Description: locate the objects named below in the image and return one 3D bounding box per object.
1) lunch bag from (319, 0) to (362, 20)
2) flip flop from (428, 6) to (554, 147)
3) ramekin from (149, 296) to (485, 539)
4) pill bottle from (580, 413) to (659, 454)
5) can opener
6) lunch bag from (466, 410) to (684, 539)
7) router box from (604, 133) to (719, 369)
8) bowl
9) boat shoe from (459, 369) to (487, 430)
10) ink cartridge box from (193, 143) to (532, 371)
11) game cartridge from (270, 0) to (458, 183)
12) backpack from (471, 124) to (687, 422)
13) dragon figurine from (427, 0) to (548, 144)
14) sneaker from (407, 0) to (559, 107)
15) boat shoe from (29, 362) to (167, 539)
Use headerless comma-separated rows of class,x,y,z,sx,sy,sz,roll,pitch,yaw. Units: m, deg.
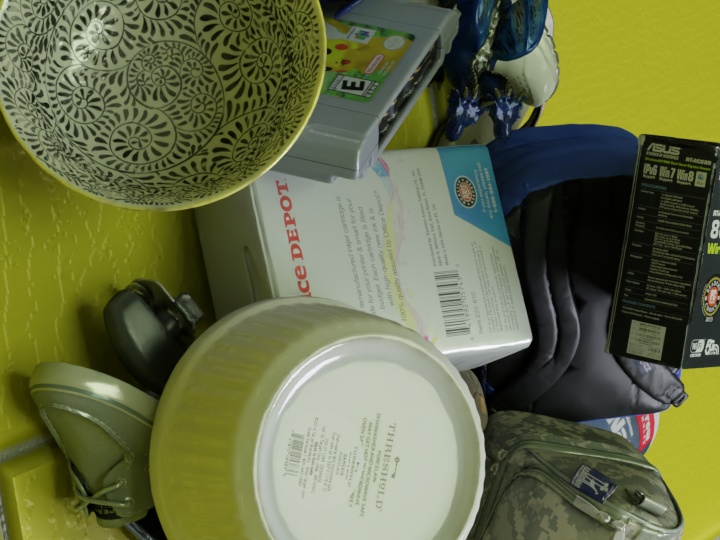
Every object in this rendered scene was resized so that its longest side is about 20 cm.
lunch bag,-0.001,-0.245,1.514,0.200,0.170,0.124,1,70,-40
flip flop,0.109,-0.125,1.798,0.081,0.057,0.200,50,55,-36
ramekin,-0.018,0.116,1.427,0.200,0.105,0.201,0,90,-29
pill bottle,0.162,0.118,1.818,0.200,0.119,0.120,-40,120,-45
can opener,-0.092,0.087,1.496,0.200,0.053,0.066,50,58,-12
lunch bag,0.138,0.214,1.631,0.139,0.168,0.201,14,106,-23
router box,0.250,-0.013,1.616,0.200,0.062,0.150,0,100,-56
bowl,-0.121,-0.120,1.438,0.094,0.200,0.201,98,5,-75
boat shoe,-0.008,0.100,1.626,0.199,0.073,0.075,10,61,-28
ink cartridge box,0.000,0.000,1.570,0.199,0.085,0.145,-5,78,-35
game cartridge,-0.028,-0.130,1.554,0.200,0.133,0.041,-58,152,-50
backpack,0.142,-0.009,1.707,0.162,0.168,0.201,-9,124,-14
dragon figurine,0.092,-0.176,1.643,0.059,0.099,0.201,20,78,-23
sneaker,0.064,-0.185,1.724,0.200,0.074,0.087,42,70,-18
boat shoe,-0.142,0.128,1.463,0.201,0.070,0.072,48,51,-44
